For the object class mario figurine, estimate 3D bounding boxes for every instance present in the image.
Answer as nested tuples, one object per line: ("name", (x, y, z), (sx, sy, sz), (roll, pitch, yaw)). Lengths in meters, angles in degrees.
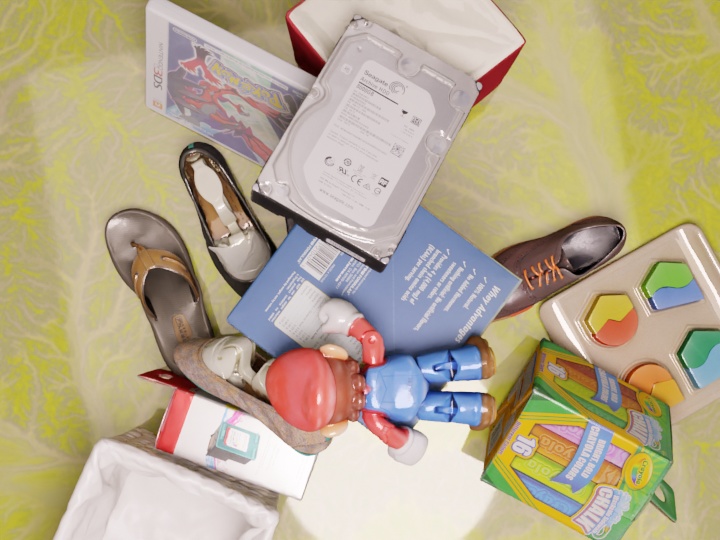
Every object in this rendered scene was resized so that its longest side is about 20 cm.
("mario figurine", (0.015, 0.098, 0.955), (0.198, 0.106, 0.124), (2, 53, -8))

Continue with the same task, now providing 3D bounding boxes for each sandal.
("sandal", (-0.215, 0.020, 1.161), (0.081, 0.055, 0.201), (-22, 79, -4))

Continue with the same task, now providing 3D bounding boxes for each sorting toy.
("sorting toy", (0.321, 0.073, 1.172), (0.199, 0.036, 0.186), (-29, 89, 0))

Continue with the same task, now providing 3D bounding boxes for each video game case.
("video game case", (-0.132, -0.179, 1.114), (0.199, 0.182, 0.023), (27, 64, 1))

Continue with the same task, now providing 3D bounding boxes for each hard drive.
("hard drive", (0.007, -0.117, 0.975), (0.139, 0.038, 0.201), (30, 72, 0))

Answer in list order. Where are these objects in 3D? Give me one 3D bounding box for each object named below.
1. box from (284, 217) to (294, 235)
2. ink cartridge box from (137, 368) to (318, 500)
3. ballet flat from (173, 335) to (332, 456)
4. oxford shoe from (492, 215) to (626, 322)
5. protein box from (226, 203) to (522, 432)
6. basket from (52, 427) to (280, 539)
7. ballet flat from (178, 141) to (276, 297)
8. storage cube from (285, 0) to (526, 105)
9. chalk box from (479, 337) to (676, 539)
("box", (0.000, 0.000, 1.155), (0.140, 0.079, 0.202), (-8, 88, 4))
("ink cartridge box", (-0.140, 0.168, 1.131), (0.199, 0.116, 0.068), (20, 88, 2))
("ballet flat", (-0.103, 0.105, 1.070), (0.199, 0.068, 0.068), (29, 132, 21))
("oxford shoe", (0.192, -0.004, 1.156), (0.199, 0.073, 0.071), (-31, 89, 0))
("protein box", (0.013, 0.030, 1.049), (0.200, 0.135, 0.199), (37, 89, 2))
("basket", (-0.201, 0.289, 1.106), (0.197, 0.161, 0.201), (23, 88, 1))
("ballet flat", (-0.144, -0.047, 1.162), (0.068, 0.068, 0.201), (-30, 89, -1))
("storage cube", (0.042, -0.225, 1.112), (0.200, 0.180, 0.171), (-37, 88, -2))
("chalk box", (0.242, 0.186, 1.108), (0.199, 0.125, 0.124), (27, 114, 1))
